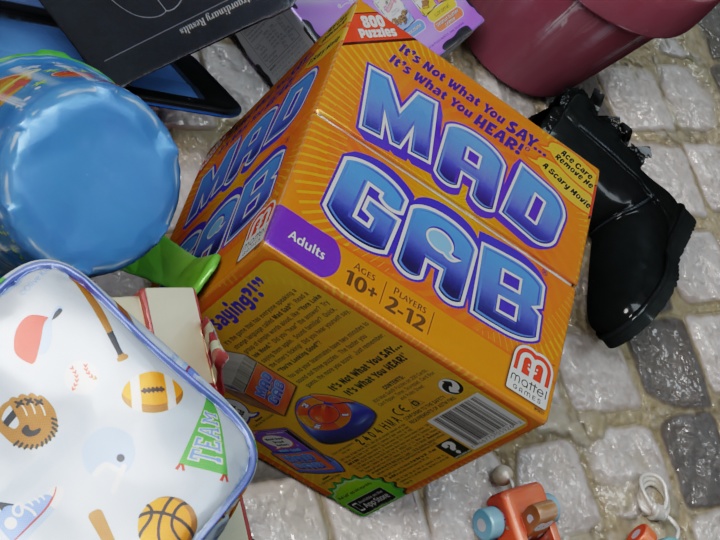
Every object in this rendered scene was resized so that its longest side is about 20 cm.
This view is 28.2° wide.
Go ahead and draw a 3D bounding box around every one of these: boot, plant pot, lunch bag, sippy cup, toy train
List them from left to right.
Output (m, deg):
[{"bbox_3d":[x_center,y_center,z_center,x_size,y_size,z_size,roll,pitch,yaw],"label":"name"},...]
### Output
[{"bbox_3d":[-0.150,0.098,0.617,0.160,0.076,0.200,40,62,1],"label":"lunch bag"},{"bbox_3d":[-0.160,-0.051,0.773,0.176,0.130,0.141,0,96,-27],"label":"sippy cup"},{"bbox_3d":[0.179,-0.245,1.177,0.199,0.179,0.201,18,50,-23],"label":"plant pot"},{"bbox_3d":[0.188,-0.050,1.160,0.163,0.073,0.199,46,41,-10],"label":"boot"},{"bbox_3d":[0.181,0.201,1.033,0.199,0.056,0.151,-1,68,-36],"label":"toy train"}]

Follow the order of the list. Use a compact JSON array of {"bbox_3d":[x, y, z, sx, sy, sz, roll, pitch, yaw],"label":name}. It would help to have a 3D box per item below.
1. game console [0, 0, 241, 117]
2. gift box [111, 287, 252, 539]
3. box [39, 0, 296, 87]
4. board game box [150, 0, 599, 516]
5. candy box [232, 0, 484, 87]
[{"bbox_3d":[-0.181,-0.188,0.930,0.199,0.118,0.172,6,84,-34],"label":"game console"},{"bbox_3d":[-0.154,0.117,0.747,0.186,0.200,0.186,-2,73,-38],"label":"gift box"},{"bbox_3d":[-0.132,-0.230,0.826,0.201,0.148,0.107,55,36,-25],"label":"box"},{"bbox_3d":[0.000,0.000,0.912,0.199,0.200,0.201,32,52,-18],"label":"board game box"},{"bbox_3d":[-0.026,-0.220,1.096,0.200,0.071,0.168,52,48,-2],"label":"candy box"}]
